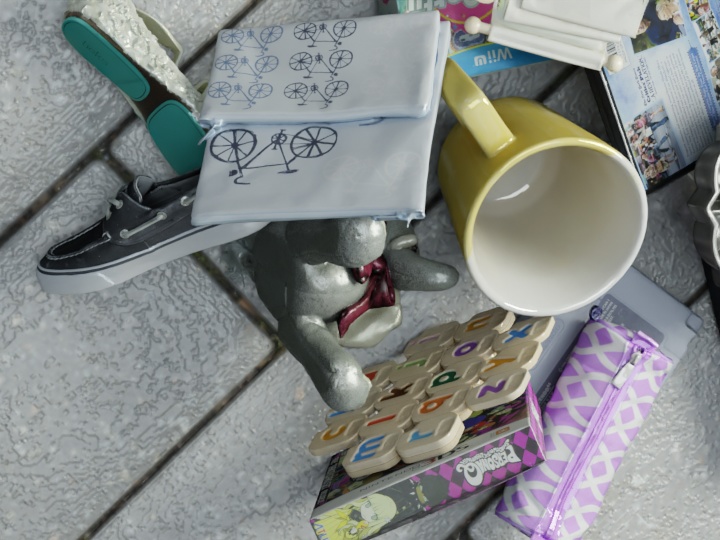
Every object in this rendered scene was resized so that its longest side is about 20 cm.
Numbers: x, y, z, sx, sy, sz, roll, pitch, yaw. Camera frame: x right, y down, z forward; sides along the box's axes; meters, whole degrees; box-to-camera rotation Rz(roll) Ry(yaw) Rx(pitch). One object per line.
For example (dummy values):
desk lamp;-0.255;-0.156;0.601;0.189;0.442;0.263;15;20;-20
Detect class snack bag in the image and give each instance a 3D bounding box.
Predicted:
snack bag;-0.034;-0.114;1.396;0.188;0.021;0.201;-1;53;15

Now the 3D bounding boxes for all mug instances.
mug;0.131;-0.081;1.468;0.149;0.153;0.187;-8;119;-12

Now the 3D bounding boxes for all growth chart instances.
growth chart;0.167;-0.248;1.394;0.144;0.018;0.201;24;111;5

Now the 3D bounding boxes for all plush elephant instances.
plush elephant;0.000;0.000;1.474;0.154;0.200;0.165;-11;112;-33

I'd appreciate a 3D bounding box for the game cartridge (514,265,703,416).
game cartridge;0.184;0.086;1.573;0.133;0.041;0.200;36;87;-16

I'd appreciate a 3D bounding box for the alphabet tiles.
alphabet tiles;0.057;0.093;1.458;0.195;0.200;0.015;-19;112;29

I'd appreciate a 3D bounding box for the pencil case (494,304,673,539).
pencil case;0.185;0.136;1.517;0.084;0.085;0.201;25;91;-14

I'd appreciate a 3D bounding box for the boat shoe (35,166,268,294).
boat shoe;-0.168;-0.041;1.443;0.199;0.072;0.068;-17;117;14

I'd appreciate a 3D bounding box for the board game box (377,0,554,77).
board game box;0.083;-0.258;1.494;0.147;0.064;0.201;-13;103;-14

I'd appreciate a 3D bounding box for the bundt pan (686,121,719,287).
bundt pan;0.348;-0.055;1.487;0.201;0.076;0.203;-2;97;-18

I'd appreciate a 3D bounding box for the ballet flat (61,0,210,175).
ballet flat;-0.151;-0.147;1.468;0.072;0.072;0.200;-41;104;-5

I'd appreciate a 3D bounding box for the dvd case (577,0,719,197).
dvd case;0.262;-0.158;1.501;0.200;0.018;0.143;-29;104;-37

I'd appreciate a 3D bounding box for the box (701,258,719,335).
box;0.385;0.047;1.588;0.141;0.079;0.201;-17;99;-14

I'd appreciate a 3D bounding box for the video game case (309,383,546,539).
video game case;0.055;0.147;1.448;0.181;0.200;0.036;-24;96;7
